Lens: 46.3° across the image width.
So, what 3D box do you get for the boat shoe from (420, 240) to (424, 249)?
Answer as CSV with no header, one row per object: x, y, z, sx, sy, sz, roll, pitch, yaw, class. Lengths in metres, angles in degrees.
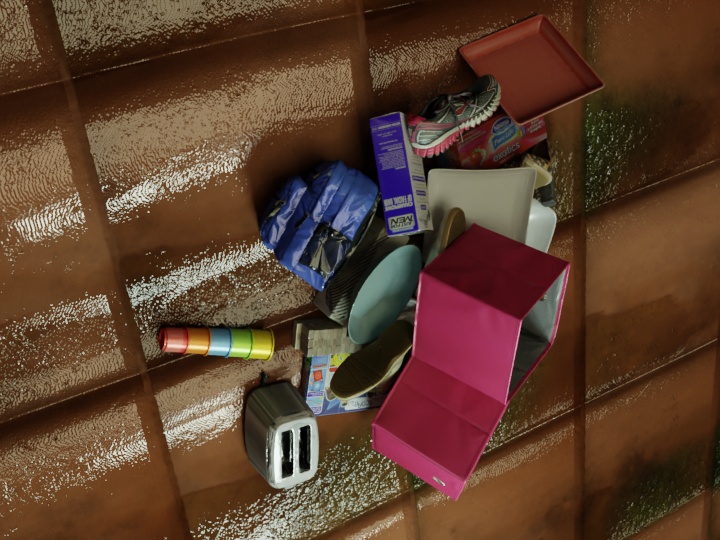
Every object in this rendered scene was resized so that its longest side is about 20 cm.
0.171,0.020,1.660,0.063,0.074,0.202,-33,118,3,boat shoe

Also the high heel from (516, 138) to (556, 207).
0.333,-0.222,1.614,0.200,0.070,0.145,36,49,-59,high heel

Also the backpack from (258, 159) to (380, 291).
-0.067,-0.092,1.421,0.167,0.163,0.201,34,92,-16,backpack

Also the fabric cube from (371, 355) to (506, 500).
0.151,0.287,1.606,0.201,0.197,0.197,-56,167,-20,fabric cube

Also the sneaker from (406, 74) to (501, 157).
0.163,-0.275,1.436,0.200,0.080,0.075,-41,124,-20,sneaker

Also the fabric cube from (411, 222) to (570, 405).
0.229,0.071,1.491,0.200,0.197,0.199,-39,143,-41,fabric cube

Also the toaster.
-0.143,0.300,1.554,0.112,0.129,0.204,-9,114,-28,toaster

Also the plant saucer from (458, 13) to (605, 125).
0.308,-0.359,1.534,0.198,0.201,0.037,-26,155,-16,plant saucer

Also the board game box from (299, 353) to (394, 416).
-0.022,0.210,1.646,0.197,0.034,0.138,-1,111,-30,board game box

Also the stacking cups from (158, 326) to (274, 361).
-0.252,0.127,1.469,0.197,0.060,0.062,4,108,-28,stacking cups

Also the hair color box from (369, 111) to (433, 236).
0.072,-0.163,1.459,0.064,0.109,0.204,-11,89,18,hair color box

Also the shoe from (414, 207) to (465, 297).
0.142,-0.025,1.534,0.070,0.053,0.203,-25,133,-51,shoe

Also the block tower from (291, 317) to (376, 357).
-0.029,0.121,1.594,0.197,0.058,0.055,-3,111,-28,block tower

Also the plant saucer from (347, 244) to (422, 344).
0.033,0.035,1.492,0.200,0.038,0.203,-40,148,-31,plant saucer

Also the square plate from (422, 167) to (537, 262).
0.214,-0.104,1.549,0.196,0.029,0.201,-2,125,-4,square plate

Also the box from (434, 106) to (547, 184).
0.237,-0.256,1.571,0.198,0.099,0.097,-31,122,-16,box

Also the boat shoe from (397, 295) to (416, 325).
0.139,0.109,1.684,0.198,0.071,0.070,29,95,-27,boat shoe

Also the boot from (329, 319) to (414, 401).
0.017,0.192,1.549,0.199,0.072,0.155,-39,162,-28,boot

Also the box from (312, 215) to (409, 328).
0.000,0.000,1.547,0.068,0.082,0.202,29,92,-35,box

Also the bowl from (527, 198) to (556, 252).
0.281,-0.058,1.686,0.198,0.074,0.203,16,95,-36,bowl
